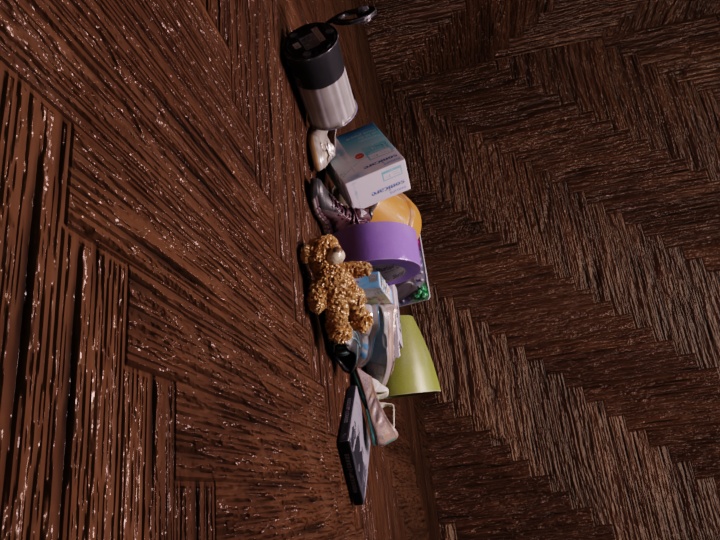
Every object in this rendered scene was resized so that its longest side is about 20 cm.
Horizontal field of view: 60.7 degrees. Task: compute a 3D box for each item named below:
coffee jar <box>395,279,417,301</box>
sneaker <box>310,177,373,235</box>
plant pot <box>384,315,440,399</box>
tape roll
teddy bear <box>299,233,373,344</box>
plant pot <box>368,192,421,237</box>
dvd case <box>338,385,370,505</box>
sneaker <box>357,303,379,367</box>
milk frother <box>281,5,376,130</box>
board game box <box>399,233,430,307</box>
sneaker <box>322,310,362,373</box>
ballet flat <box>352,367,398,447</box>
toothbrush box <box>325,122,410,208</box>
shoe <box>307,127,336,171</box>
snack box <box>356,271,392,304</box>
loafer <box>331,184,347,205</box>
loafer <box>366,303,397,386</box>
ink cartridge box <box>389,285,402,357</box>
[{"bbox_3d":[0.070,-0.004,1.698,0.200,0.104,0.085,59,9,27],"label":"coffee jar"},{"bbox_3d":[-0.035,-0.132,1.303,0.200,0.115,0.076,69,15,-57],"label":"sneaker"},{"bbox_3d":[0.101,0.222,1.585,0.187,0.186,0.201,50,32,-74],"label":"plant pot"},{"bbox_3d":[0.028,-0.029,1.328,0.200,0.199,0.085,58,23,-69],"label":"tape roll"},{"bbox_3d":[-0.037,0.032,1.107,0.067,0.144,0.201,-4,-90,64],"label":"teddy bear"},{"bbox_3d":[0.034,-0.143,1.602,0.183,0.200,0.201,39,40,-55],"label":"plant pot"},{"bbox_3d":[-0.010,0.351,1.257,0.200,0.025,0.151,-80,159,-70],"label":"dvd case"},{"bbox_3d":[-0.010,0.139,1.341,0.200,0.080,0.077,100,-11,-47],"label":"sneaker"},{"bbox_3d":[-0.045,-0.435,1.294,0.188,0.199,0.181,70,10,-54],"label":"milk frother"},{"bbox_3d":[0.090,0.007,1.751,0.026,0.199,0.201,23,56,-58],"label":"board game box"},{"bbox_3d":[-0.032,0.115,1.195,0.079,0.075,0.200,-85,164,-50],"label":"sneaker"},{"bbox_3d":[0.037,0.295,1.357,0.068,0.067,0.200,84,-11,-51],"label":"ballet flat"},{"bbox_3d":[0.006,-0.239,1.406,0.200,0.146,0.085,-119,-172,-47],"label":"toothbrush box"},{"bbox_3d":[-0.082,-0.290,1.373,0.200,0.053,0.070,-90,167,-49],"label":"shoe"},{"bbox_3d":[0.001,0.049,1.350,0.200,0.116,0.037,53,29,-73],"label":"snack box"},{"bbox_3d":[-0.030,-0.130,1.471,0.070,0.075,0.201,53,26,-73],"label":"loafer"},{"bbox_3d":[0.058,0.175,1.413,0.063,0.072,0.201,-5,101,-40],"label":"loafer"},{"bbox_3d":[0.040,0.135,1.519,0.068,0.116,0.201,63,21,-62],"label":"ink cartridge box"}]
